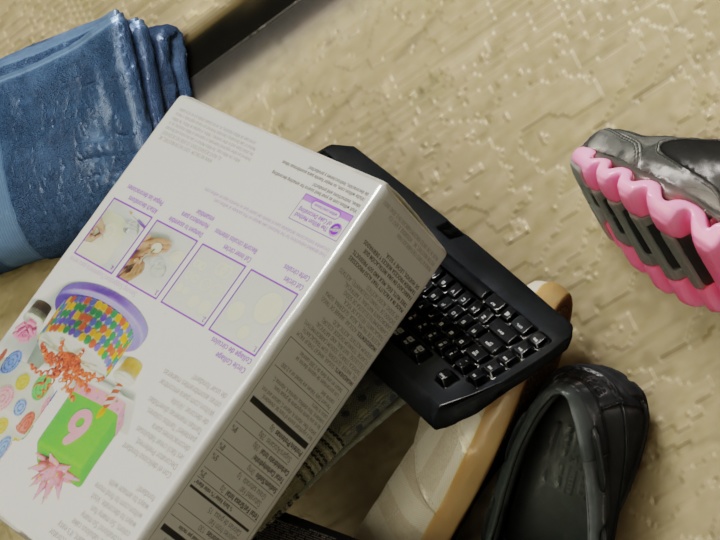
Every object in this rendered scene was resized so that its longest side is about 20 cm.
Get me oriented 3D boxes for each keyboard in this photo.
[{"bbox_3d":[0.000,0.000,0.921,0.104,0.040,0.200,-35,41,-13],"label":"keyboard"}]

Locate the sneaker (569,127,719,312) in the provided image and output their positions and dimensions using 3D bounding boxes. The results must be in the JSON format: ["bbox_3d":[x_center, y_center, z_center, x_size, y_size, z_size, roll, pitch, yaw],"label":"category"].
[{"bbox_3d":[0.181,-0.029,0.865,0.199,0.079,0.096,24,69,38],"label":"sneaker"}]

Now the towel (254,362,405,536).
[{"bbox_3d":[-0.076,0.060,0.950,0.200,0.035,0.192,-40,43,-17],"label":"towel"}]

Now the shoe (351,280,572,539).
[{"bbox_3d":[0.035,0.088,0.941,0.053,0.070,0.201,30,107,12],"label":"shoe"}]

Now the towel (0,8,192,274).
[{"bbox_3d":[-0.177,-0.060,1.087,0.198,0.048,0.113,-15,83,30],"label":"towel"}]

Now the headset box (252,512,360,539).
[{"bbox_3d":[-0.002,0.223,0.919,0.148,0.075,0.202,16,127,36],"label":"headset box"}]

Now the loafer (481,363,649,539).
[{"bbox_3d":[0.078,0.139,0.915,0.068,0.070,0.203,18,101,30],"label":"loafer"}]

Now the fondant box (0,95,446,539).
[{"bbox_3d":[-0.077,0.036,0.872,0.144,0.058,0.201,26,75,44],"label":"fondant box"}]
